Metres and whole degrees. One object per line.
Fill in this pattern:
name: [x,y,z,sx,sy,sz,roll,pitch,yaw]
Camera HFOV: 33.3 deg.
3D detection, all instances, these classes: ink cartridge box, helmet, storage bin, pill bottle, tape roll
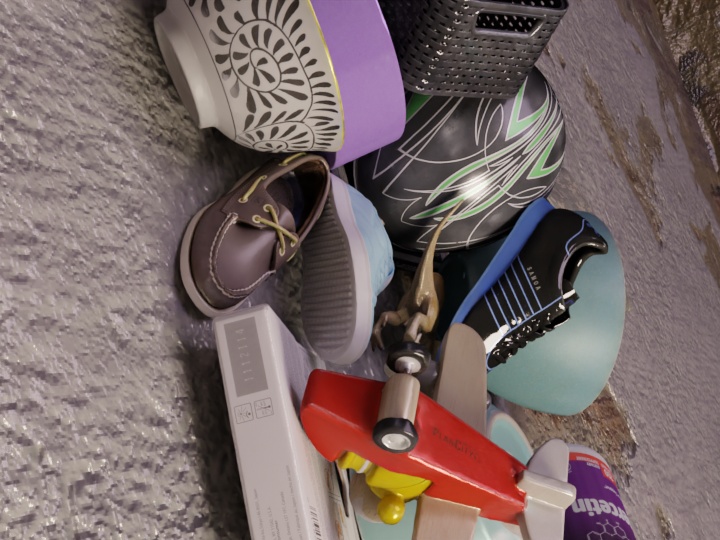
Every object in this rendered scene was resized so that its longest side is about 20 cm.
ink cartridge box: [-0.045,0.144,0.852,0.176,0.044,0.202,59,17,-70]
helmet: [0.090,-0.113,1.105,0.201,0.199,0.191,54,15,-25]
storage bin: [0.062,-0.244,1.001,0.134,0.094,0.201,-3,48,-35]
pill bottle: [0.200,0.264,1.099,0.113,0.112,0.201,46,20,-36]
tape roll: [-0.036,-0.187,0.982,0.201,0.065,0.201,62,-11,21]

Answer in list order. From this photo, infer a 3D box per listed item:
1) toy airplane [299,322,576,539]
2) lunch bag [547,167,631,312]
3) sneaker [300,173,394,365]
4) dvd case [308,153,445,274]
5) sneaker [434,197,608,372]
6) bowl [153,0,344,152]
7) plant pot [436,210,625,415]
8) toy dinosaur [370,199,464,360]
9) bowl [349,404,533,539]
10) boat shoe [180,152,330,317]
toy airplane: [0.053,0.146,0.854,0.199,0.141,0.201,-17,77,-48]
lunch bag: [0.221,-0.021,1.394,0.164,0.117,0.202,-19,91,-63]
sneaker: [0.000,0.000,0.973,0.081,0.074,0.201,24,39,-28]
dvd case: [0.016,-0.076,1.156,0.199,0.025,0.152,13,60,-58]
sneaker: [0.138,0.036,1.051,0.078,0.201,0.070,32,0,24]
bowl: [-0.095,-0.165,0.902,0.202,0.093,0.201,60,-13,23]
plant pot: [0.146,0.036,1.168,0.133,0.200,0.202,6,58,-19]
toy dinosaur: [0.051,0.033,1.060,0.101,0.058,0.201,-49,146,-40]
bowl: [0.084,0.184,0.983,0.201,0.104,0.202,46,32,-40]
boat shoe: [-0.075,-0.034,0.914,0.072,0.059,0.200,59,28,-16]
